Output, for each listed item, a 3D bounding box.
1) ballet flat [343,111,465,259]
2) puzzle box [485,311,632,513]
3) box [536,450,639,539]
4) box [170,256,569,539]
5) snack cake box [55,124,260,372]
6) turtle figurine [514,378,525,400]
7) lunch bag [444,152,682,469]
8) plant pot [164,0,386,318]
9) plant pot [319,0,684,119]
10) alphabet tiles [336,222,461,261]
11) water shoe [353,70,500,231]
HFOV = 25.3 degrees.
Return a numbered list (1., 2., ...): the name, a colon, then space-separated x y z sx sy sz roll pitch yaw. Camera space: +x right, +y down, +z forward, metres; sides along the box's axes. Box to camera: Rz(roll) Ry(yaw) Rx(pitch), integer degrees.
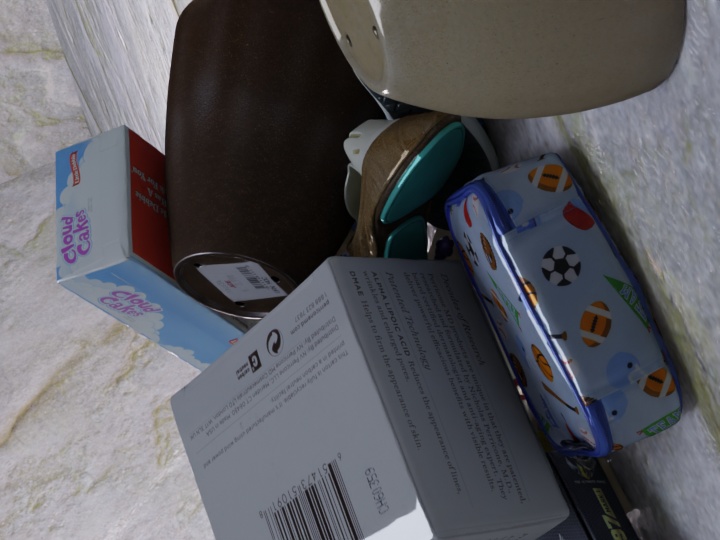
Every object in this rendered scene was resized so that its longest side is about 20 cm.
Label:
1. ballet flat: 0.019 -0.056 1.073 0.072 0.068 0.200 48 157 21
2. puzzle box: 0.135 0.103 1.233 0.200 0.025 0.133 64 168 5
3. box: 0.127 0.248 1.151 0.200 0.051 0.158 -51 49 36
4. box: 0.000 0.124 1.076 0.199 0.130 0.200 -40 61 37
5. snack cake box: -0.146 -0.010 1.221 0.200 0.067 0.115 39 -141 -52
6. turtle figurine: 0.081 0.146 1.211 0.100 0.150 0.200 16 156 24
7. lunch bag: 0.124 0.028 1.019 0.160 0.075 0.200 157 89 -80
8. plant pot: -0.067 -0.074 1.165 0.187 0.186 0.200 86 -166 -60
9. plant pot: 0.051 -0.158 0.809 0.201 0.134 0.200 60 166 25
10. alphabet tiles: 0.000 0.000 1.224 0.008 0.168 0.200 22 176 -41
11. water shoe: 0.051 -0.117 1.100 0.079 0.071 0.200 -78 -29 -46
